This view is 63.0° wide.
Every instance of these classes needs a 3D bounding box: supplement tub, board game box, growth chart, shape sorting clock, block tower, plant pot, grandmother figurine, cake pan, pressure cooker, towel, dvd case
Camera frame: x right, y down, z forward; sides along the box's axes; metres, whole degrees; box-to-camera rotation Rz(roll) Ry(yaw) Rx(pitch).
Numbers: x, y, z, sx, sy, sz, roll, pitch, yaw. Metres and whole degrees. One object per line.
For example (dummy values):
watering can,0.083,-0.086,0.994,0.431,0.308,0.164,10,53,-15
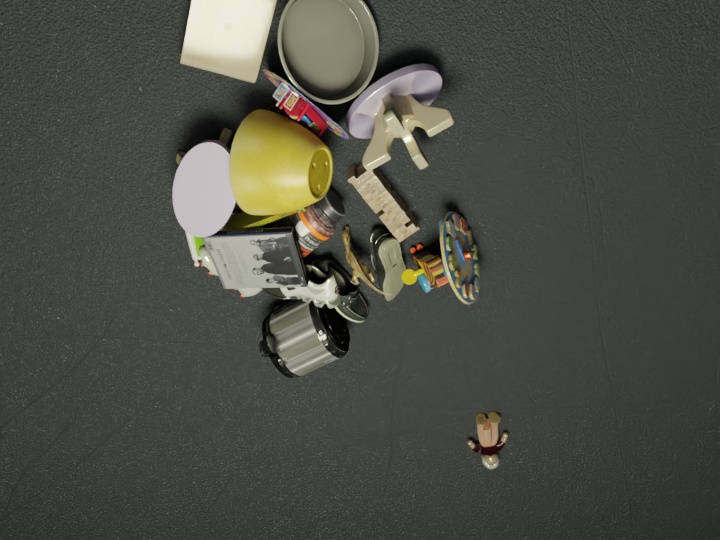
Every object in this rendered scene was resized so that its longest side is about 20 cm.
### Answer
supplement tub,-0.127,-0.091,1.278,0.199,0.108,0.107,-36,118,23
board game box,-0.112,-0.295,1.103,0.199,0.158,0.039,37,93,-22
growth chart,-0.307,-0.074,1.347,0.196,0.018,0.147,-9,125,7
shape sorting clock,0.219,-0.029,1.266,0.039,0.202,0.201,-17,125,28
block tower,0.053,-0.150,1.269,0.057,0.054,0.200,-33,119,20
plant pot,-0.135,-0.197,1.123,0.139,0.201,0.203,11,129,22
grandmother figurine,0.374,0.506,1.725,0.119,0.061,0.203,-5,123,15
cake pan,-0.060,-0.402,1.048,0.197,0.037,0.205,-7,106,-27
pressure cooker,-0.144,0.159,1.410,0.198,0.180,0.177,-27,124,17
towel,-0.196,-0.121,1.239,0.197,0.087,0.018,-18,121,18
dvd case,-0.220,-0.023,1.248,0.196,0.025,0.152,-1,132,12

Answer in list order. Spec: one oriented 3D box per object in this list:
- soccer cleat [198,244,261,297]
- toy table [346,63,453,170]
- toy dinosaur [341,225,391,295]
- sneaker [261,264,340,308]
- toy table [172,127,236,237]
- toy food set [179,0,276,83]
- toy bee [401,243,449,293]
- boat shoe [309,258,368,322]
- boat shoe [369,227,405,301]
soccer cleat,-0.290,-0.007,1.348,0.076,0.070,0.200,-24,141,16
toy table,0.075,-0.281,1.103,0.198,0.119,0.183,-33,150,26
toy dinosaur,0.000,0.000,1.314,0.058,0.202,0.101,-29,157,-5
sneaker,-0.138,0.019,1.333,0.196,0.074,0.090,8,126,17
toy table,-0.304,-0.183,1.200,0.182,0.118,0.201,29,117,-12
toy food set,-0.239,-0.451,1.066,0.141,0.061,0.202,10,127,-21
toy bee,0.145,-0.007,1.329,0.110,0.129,0.200,63,153,4
boat shoe,-0.035,0.045,1.389,0.065,0.075,0.200,-21,116,40
boat shoe,0.060,-0.012,1.368,0.071,0.067,0.202,-35,140,-21
